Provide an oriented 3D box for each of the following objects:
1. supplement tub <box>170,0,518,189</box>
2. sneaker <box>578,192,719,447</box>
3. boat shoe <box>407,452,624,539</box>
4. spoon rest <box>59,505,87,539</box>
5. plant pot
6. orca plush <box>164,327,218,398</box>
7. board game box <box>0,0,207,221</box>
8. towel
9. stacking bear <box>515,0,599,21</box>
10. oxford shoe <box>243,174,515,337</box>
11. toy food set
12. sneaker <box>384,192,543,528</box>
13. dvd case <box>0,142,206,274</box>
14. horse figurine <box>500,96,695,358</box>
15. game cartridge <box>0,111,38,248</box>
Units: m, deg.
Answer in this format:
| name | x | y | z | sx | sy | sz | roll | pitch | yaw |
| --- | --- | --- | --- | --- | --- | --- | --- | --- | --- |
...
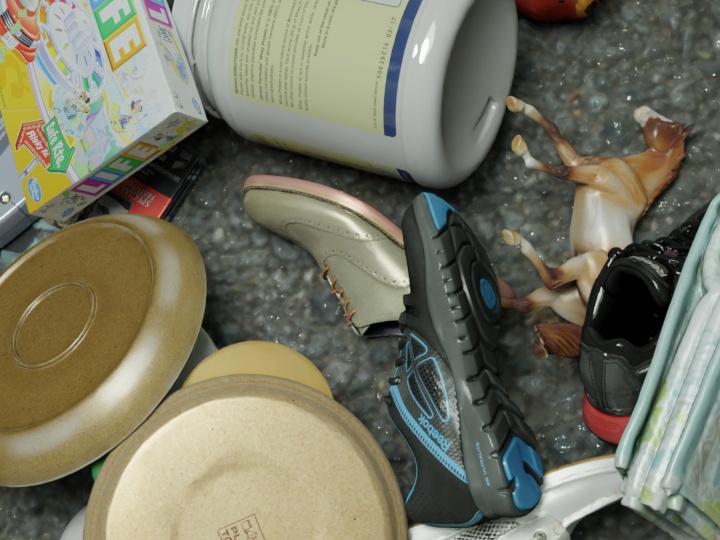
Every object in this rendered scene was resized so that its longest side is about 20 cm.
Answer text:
| name | x | y | z | sx | sy | sz | roll | pitch | yaw |
| --- | --- | --- | --- | --- | --- | --- | --- | --- | --- |
| supplement tub | -0.011 | -0.144 | 0.867 | 0.198 | 0.145 | 0.147 | 16 | 75 | 25 |
| sneaker | 0.196 | 0.010 | 0.814 | 0.070 | 0.098 | 0.201 | 18 | 58 | 42 |
| boat shoe | 0.097 | 0.170 | 0.811 | 0.198 | 0.071 | 0.070 | -24 | 72 | 9 |
| spoon rest | -0.136 | 0.231 | 0.831 | 0.098 | 0.061 | 0.202 | -22 | 59 | -2 |
| plant pot | -0.188 | 0.040 | 0.832 | 0.198 | 0.028 | 0.202 | -19 | 47 | 21 |
| orca plush | -0.096 | 0.128 | 0.854 | 0.105 | 0.071 | 0.201 | -33 | 87 | -29 |
| board game box | -0.187 | -0.154 | 0.873 | 0.134 | 0.034 | 0.202 | -30 | 69 | 25 |
| towel | 0.227 | 0.071 | 0.778 | 0.048 | 0.171 | 0.202 | 14 | 73 | 43 |
| stacking bear | 0.179 | -0.251 | 0.911 | 0.200 | 0.121 | 0.114 | -41 | 75 | 1 |
| oxford shoe | 0.000 | 0.000 | 0.872 | 0.198 | 0.071 | 0.074 | 26 | 80 | 14 |
| toy food set | -0.071 | 0.158 | 0.778 | 0.197 | 0.049 | 0.201 | -38 | 85 | -10 |
| sneaker | 0.044 | 0.053 | 0.787 | 0.081 | 0.073 | 0.203 | -21 | 69 | 30 |
| dvd case | -0.220 | -0.029 | 0.932 | 0.145 | 0.022 | 0.201 | 28 | 77 | 14 |
| horse figurine | 0.144 | -0.026 | 0.858 | 0.131 | 0.050 | 0.203 | 21 | 68 | -23 |
| game cartridge | -0.244 | -0.116 | 0.933 | 0.132 | 0.042 | 0.201 | 34 | 79 | 11 |
